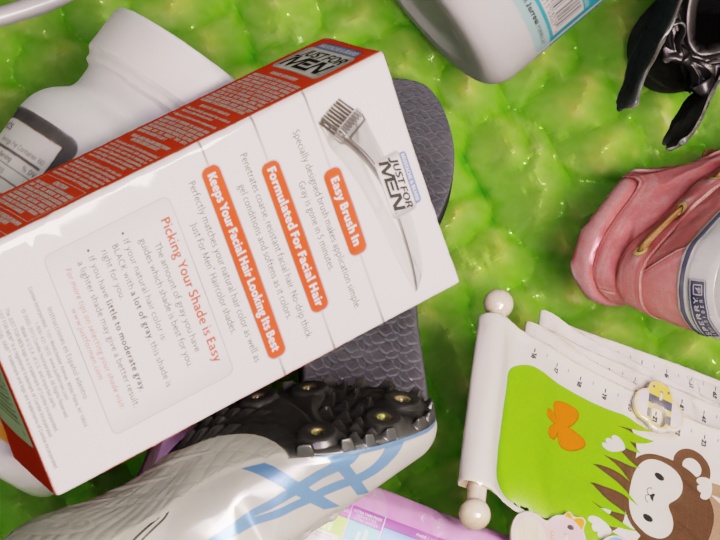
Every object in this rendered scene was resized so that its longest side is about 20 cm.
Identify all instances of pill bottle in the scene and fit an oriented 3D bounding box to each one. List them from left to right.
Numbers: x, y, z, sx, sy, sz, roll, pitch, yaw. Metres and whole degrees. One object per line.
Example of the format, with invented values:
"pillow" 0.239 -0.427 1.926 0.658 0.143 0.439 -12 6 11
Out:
"pill bottle" -0.128 -0.009 1.077 0.116 0.116 0.201 36 85 -2
"pill bottle" 0.101 -0.187 1.108 0.200 0.111 0.111 -40 91 -6

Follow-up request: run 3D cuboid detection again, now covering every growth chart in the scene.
"growth chart" 0.129 0.085 1.081 0.199 0.018 0.145 17 51 -23

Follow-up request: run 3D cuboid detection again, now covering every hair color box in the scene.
"hair color box" -0.069 -0.005 1.006 0.199 0.064 0.112 -27 112 -18

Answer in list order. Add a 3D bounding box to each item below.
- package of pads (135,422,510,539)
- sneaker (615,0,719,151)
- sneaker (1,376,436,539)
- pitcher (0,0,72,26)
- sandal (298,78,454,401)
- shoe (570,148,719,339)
"package of pads" -0.009 0.131 1.077 0.199 0.121 0.076 20 80 -4
"sneaker" 0.183 -0.140 1.114 0.060 0.104 0.200 39 85 -4
"sneaker" -0.056 0.104 0.987 0.199 0.072 0.073 -25 118 -16
"pitcher" -0.220 -0.135 1.085 0.171 0.121 0.201 37 73 -17
"sandal" -0.001 0.000 1.101 0.076 0.043 0.201 8 62 -1
"shoe" 0.187 -0.041 1.127 0.200 0.091 0.072 -38 124 -32
